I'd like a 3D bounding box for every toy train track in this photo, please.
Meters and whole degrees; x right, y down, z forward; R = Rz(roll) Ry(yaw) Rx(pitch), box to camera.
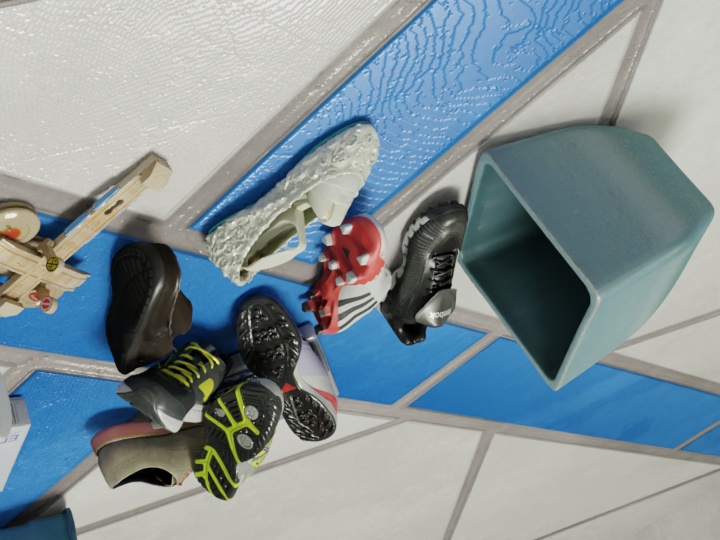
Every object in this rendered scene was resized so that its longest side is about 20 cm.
[{"bbox_3d":[-0.235,-0.020,0.949,0.200,0.033,0.115,-40,152,11],"label":"toy train track"}]

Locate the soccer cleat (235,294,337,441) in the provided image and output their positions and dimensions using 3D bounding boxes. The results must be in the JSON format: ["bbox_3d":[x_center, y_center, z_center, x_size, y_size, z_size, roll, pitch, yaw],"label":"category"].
[{"bbox_3d":[-0.079,0.096,1.231,0.068,0.073,0.200,-18,122,13],"label":"soccer cleat"}]

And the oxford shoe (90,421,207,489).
[{"bbox_3d":[-0.208,0.216,1.298,0.200,0.075,0.070,-2,146,-31],"label":"oxford shoe"}]

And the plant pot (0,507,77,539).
[{"bbox_3d":[-0.442,0.398,1.358,0.196,0.201,0.200,-3,145,-22],"label":"plant pot"}]

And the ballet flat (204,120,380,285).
[{"bbox_3d":[-0.053,-0.052,1.029,0.200,0.072,0.072,-36,150,17],"label":"ballet flat"}]

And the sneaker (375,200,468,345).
[{"bbox_3d":[0.076,0.011,1.205,0.066,0.091,0.200,-8,147,-29],"label":"sneaker"}]

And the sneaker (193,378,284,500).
[{"bbox_3d":[-0.127,0.170,1.230,0.076,0.075,0.200,-45,172,-43],"label":"sneaker"}]

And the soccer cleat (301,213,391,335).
[{"bbox_3d":[0.000,0.000,1.162,0.085,0.069,0.200,-20,155,-28],"label":"soccer cleat"}]

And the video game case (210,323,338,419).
[{"bbox_3d":[-0.132,0.145,1.338,0.200,0.023,0.182,-22,152,-4],"label":"video game case"}]

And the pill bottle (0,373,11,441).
[{"bbox_3d":[-0.419,0.134,0.986,0.200,0.114,0.114,-18,151,-2],"label":"pill bottle"}]

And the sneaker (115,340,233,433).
[{"bbox_3d":[-0.186,0.108,1.153,0.085,0.074,0.200,-56,175,0],"label":"sneaker"}]

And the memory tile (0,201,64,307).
[{"bbox_3d":[-0.356,0.012,0.949,0.200,0.017,0.153,-18,150,-12],"label":"memory tile"}]

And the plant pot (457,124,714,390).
[{"bbox_3d":[0.244,-0.034,1.170,0.200,0.196,0.196,-24,152,-19],"label":"plant pot"}]

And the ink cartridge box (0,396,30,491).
[{"bbox_3d":[-0.461,0.208,1.166,0.199,0.041,0.200,-4,145,-34],"label":"ink cartridge box"}]

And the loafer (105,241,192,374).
[{"bbox_3d":[-0.193,0.029,1.059,0.071,0.073,0.200,-15,159,-26],"label":"loafer"}]
